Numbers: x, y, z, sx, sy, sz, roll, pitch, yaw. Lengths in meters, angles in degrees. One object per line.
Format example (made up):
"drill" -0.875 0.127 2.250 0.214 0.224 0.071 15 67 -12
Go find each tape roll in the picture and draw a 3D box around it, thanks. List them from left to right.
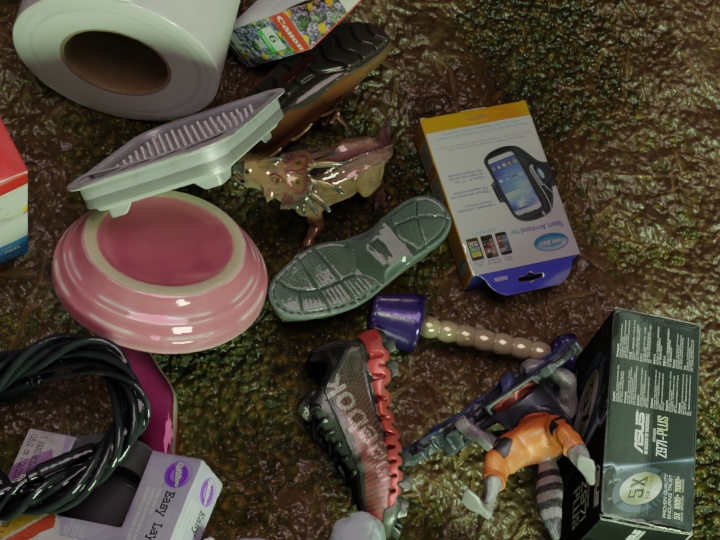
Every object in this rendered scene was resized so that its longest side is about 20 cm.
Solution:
"tape roll" -0.217 -0.254 1.674 0.201 0.203 0.140 14 64 -4

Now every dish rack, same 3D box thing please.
"dish rack" -0.159 -0.105 1.606 0.170 0.200 0.044 -16 106 21

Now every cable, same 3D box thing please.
"cable" -0.275 0.134 1.506 0.198 0.051 0.165 -7 54 15

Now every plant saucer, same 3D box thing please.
"plant saucer" -0.181 -0.009 1.608 0.198 0.051 0.202 8 39 -6

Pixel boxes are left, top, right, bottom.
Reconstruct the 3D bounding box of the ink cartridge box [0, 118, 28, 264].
"ink cartridge box" -0.350 -0.093 1.571 0.067 0.200 0.117 -24 72 -21

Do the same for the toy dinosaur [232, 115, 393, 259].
"toy dinosaur" -0.023 -0.094 1.673 0.199 0.136 0.086 -33 75 -23

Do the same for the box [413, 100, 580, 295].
"box" 0.138 -0.066 1.747 0.118 0.042 0.202 -11 70 -16

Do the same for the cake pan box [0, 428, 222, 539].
"cake pan box" -0.232 0.235 1.482 0.182 0.052 0.201 9 59 23

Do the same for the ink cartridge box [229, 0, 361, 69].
"ink cartridge box" -0.045 -0.260 1.714 0.109 0.199 0.051 -47 111 -25

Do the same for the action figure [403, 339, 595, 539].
"action figure" 0.136 0.162 1.585 0.105 0.199 0.194 52 20 -16

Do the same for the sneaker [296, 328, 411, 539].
"sneaker" -0.008 0.150 1.598 0.097 0.071 0.202 -2 64 -13

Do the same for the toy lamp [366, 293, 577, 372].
"toy lamp" 0.104 0.063 1.671 0.198 0.058 0.059 15 63 -7

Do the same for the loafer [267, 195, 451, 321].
"loafer" 0.000 0.000 1.680 0.199 0.063 0.072 -29 74 -18

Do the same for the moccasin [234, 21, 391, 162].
"moccasin" -0.049 -0.175 1.747 0.073 0.078 0.201 35 66 23

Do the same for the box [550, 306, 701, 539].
"box" 0.238 0.162 1.589 0.085 0.164 0.202 11 64 -6

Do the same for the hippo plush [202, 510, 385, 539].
"hippo plush" -0.061 0.296 1.481 0.159 0.200 0.161 -3 96 8

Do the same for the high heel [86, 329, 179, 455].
"high heel" -0.213 0.108 1.586 0.095 0.068 0.202 -4 58 -6
